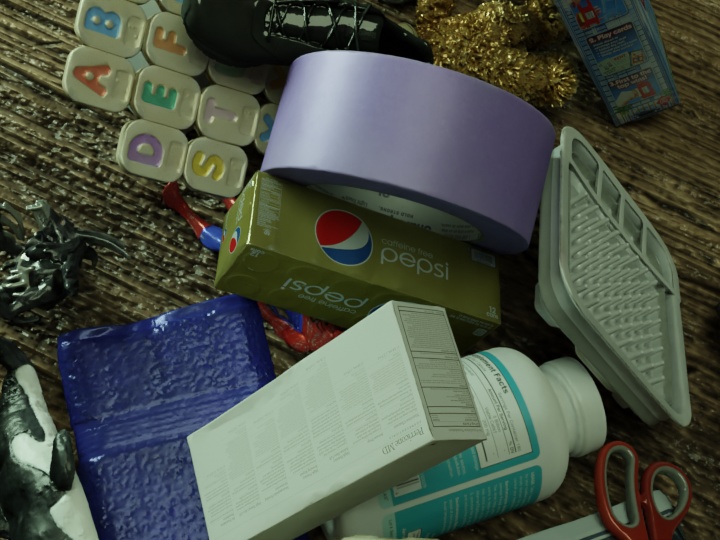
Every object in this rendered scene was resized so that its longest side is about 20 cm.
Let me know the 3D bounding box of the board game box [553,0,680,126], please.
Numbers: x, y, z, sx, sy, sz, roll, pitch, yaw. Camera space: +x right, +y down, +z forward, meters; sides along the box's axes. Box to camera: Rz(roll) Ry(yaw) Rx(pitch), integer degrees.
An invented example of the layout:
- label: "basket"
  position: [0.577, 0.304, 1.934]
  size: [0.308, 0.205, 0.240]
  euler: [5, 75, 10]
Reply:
- label: "board game box"
  position: [0.193, -0.255, 0.910]
  size: [0.062, 0.200, 0.201]
  euler: [-18, 63, 21]

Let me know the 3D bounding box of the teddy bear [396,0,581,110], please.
- label: "teddy bear"
  position: [0.090, -0.182, 0.917]
  size: [0.199, 0.067, 0.146]
  euler: [12, 86, -7]

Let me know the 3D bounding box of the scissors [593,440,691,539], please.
- label: "scissors"
  position: [0.187, 0.207, 0.712]
  size: [0.073, 0.014, 0.201]
  euler: [15, 56, -13]

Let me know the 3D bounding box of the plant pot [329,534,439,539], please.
- label: "plant pot"
  position: [0.039, 0.248, 0.614]
  size: [0.200, 0.200, 0.184]
  euler: [6, 74, -5]

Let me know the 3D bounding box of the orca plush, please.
- label: "orca plush"
  position: [-0.223, 0.131, 0.700]
  size: [0.071, 0.105, 0.200]
  euler: [-12, 64, -25]

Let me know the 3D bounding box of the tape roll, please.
- label: "tape roll"
  position: [0.034, -0.079, 0.786]
  size: [0.199, 0.200, 0.085]
  euler: [15, 84, -1]

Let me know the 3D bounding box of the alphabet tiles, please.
- label: "alphabet tiles"
  position: [-0.112, -0.159, 0.806]
  size: [0.195, 0.015, 0.201]
  euler: [14, 86, -29]

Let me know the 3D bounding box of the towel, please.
- label: "towel"
  position: [-0.123, 0.123, 0.760]
  size: [0.147, 0.050, 0.201]
  euler: [-12, 67, -7]

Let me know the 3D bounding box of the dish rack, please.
- label: "dish rack"
  position: [0.178, 0.007, 0.802]
  size: [0.172, 0.043, 0.200]
  euler: [46, 33, -26]

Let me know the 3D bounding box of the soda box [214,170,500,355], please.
- label: "soda box"
  position: [0.000, 0.000, 0.788]
  size: [0.199, 0.068, 0.064]
  euler: [18, 54, -21]

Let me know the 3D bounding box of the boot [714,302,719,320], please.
- label: "boot"
  position: [0.375, 0.051, 0.863]
  size: [0.200, 0.070, 0.146]
  euler: [-31, 78, -20]

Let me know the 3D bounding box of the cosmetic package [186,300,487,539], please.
- label: "cosmetic package"
  position: [-0.021, 0.100, 0.649]
  size: [0.051, 0.200, 0.083]
  euler: [10, 56, -43]

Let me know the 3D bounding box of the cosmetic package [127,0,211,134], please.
- label: "cosmetic package"
  position: [-0.105, -0.201, 0.888]
  size: [0.200, 0.107, 0.090]
  euler: [-40, 75, -22]

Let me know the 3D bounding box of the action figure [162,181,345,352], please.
- label: "action figure"
  position: [-0.068, -0.002, 0.829]
  size: [0.065, 0.052, 0.200]
  euler: [-37, 76, -27]

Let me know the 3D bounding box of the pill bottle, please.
- label: "pill bottle"
  position: [0.064, 0.119, 0.751]
  size: [0.199, 0.111, 0.111]
  euler: [-14, 67, -16]

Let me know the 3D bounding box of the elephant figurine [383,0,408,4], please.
- label: "elephant figurine"
  position: [0.047, -0.334, 0.919]
  size: [0.141, 0.200, 0.156]
  euler: [-4, 58, -7]

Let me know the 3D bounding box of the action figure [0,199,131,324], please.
- label: "action figure"
  position: [-0.268, -0.005, 0.762]
  size: [0.199, 0.102, 0.119]
  euler: [-23, 28, -13]

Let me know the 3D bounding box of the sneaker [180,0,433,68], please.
- label: "sneaker"
  position: [-0.032, -0.176, 0.794]
  size: [0.199, 0.091, 0.076]
  euler: [6, 94, -35]

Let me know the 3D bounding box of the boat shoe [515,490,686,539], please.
- label: "boat shoe"
  position: [0.143, 0.221, 0.733]
  size: [0.200, 0.071, 0.091]
  euler: [-16, 63, -18]
